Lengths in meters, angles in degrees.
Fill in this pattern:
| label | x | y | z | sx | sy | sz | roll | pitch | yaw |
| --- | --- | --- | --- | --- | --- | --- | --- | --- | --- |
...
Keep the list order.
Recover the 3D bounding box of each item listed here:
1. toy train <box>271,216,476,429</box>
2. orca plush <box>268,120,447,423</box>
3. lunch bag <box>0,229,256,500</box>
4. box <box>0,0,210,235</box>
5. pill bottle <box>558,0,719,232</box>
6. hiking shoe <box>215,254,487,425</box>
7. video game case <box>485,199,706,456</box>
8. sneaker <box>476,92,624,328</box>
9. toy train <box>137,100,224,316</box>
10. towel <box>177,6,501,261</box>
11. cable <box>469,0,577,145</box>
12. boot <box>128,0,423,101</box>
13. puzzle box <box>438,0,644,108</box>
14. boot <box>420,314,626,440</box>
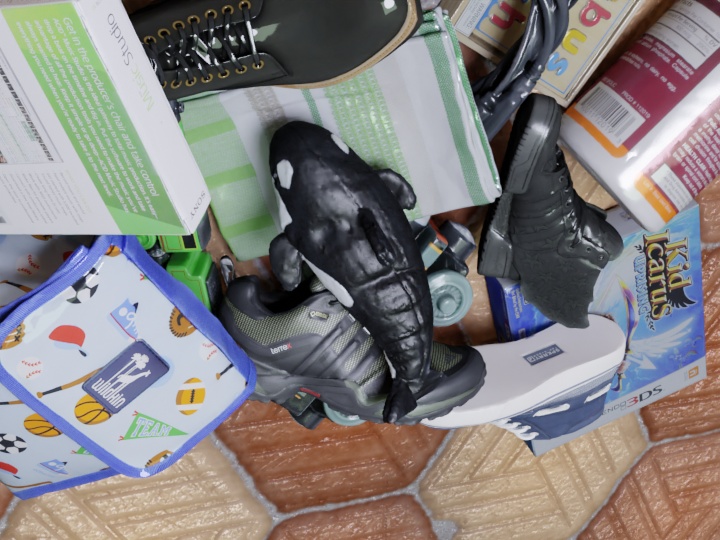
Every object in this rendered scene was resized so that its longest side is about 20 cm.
| label | x | y | z | sx | sy | sz | roll | pitch | yaw |
| --- | --- | --- | --- | --- | --- | --- | --- | --- | --- |
| toy train | -0.004 | 0.030 | 0.872 | 0.114 | 0.085 | 0.200 | 35 | 103 | -27 |
| orca plush | 0.000 | 0.000 | 0.731 | 0.104 | 0.071 | 0.202 | -14 | 96 | -10 |
| lunch bag | -0.188 | 0.051 | 0.732 | 0.198 | 0.125 | 0.170 | -17 | 136 | 23 |
| box | -0.191 | -0.082 | 0.615 | 0.198 | 0.037 | 0.145 | 3 | 135 | 25 |
| pill bottle | 0.248 | -0.135 | 0.848 | 0.200 | 0.114 | 0.114 | -44 | 128 | 9 |
| hiking shoe | -0.005 | 0.043 | 0.798 | 0.197 | 0.076 | 0.102 | 6 | 110 | -7 |
| video game case | 0.208 | 0.046 | 0.997 | 0.180 | 0.046 | 0.201 | -24 | 128 | -9 |
| sneaker | 0.146 | -0.039 | 0.841 | 0.103 | 0.060 | 0.201 | 13 | 137 | 0 |
| toy train | -0.131 | -0.040 | 0.780 | 0.056 | 0.042 | 0.202 | 0 | 127 | 10 |
| towel | -0.017 | -0.081 | 0.774 | 0.198 | 0.031 | 0.150 | -14 | 125 | 12 |
| cable | 0.050 | -0.161 | 0.761 | 0.162 | 0.051 | 0.200 | 28 | 126 | -17 |
| boot | -0.077 | -0.120 | 0.637 | 0.198 | 0.138 | 0.078 | -9 | 106 | 32 |
| puzzle box | 0.154 | -0.224 | 0.802 | 0.132 | 0.025 | 0.201 | 22 | 111 | -34 |
| boot | 0.123 | 0.106 | 0.921 | 0.198 | 0.073 | 0.091 | -13 | 130 | -22 |
